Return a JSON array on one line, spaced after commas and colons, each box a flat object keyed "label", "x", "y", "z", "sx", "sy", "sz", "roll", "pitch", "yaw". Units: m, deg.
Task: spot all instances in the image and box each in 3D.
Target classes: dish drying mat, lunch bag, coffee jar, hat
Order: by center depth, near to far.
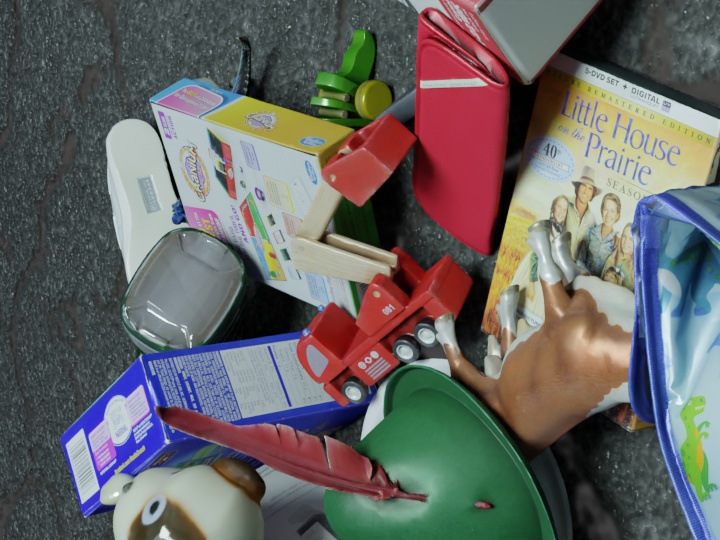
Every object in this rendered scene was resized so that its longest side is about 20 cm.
[{"label": "lunch bag", "x": 0.222, "y": 0.048, "z": 0.598, "sx": 0.127, "sy": 0.169, "sz": 0.202, "roll": -35, "pitch": 69, "yaw": 47}, {"label": "hat", "x": -0.003, "y": 0.165, "z": 0.791, "sx": 0.200, "sy": 0.175, "sz": 0.167, "roll": 46, "pitch": 146, "yaw": 30}, {"label": "dish drying mat", "x": 0.062, "y": -0.081, "z": 0.811, "sx": 0.077, "sy": 0.018, "sz": 0.201, "roll": 41, "pitch": 159, "yaw": 21}, {"label": "coffee jar", "x": -0.145, "y": 0.047, "z": 1.063, "sx": 0.085, "sy": 0.105, "sz": 0.200, "roll": 30, "pitch": 161, "yaw": 5}]

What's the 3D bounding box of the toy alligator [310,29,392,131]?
[{"label": "toy alligator", "x": -0.015, "y": -0.084, "z": 0.972, "sx": 0.059, "sy": 0.054, "sz": 0.203, "roll": 15, "pitch": 107, "yaw": 50}]

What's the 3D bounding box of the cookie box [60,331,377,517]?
[{"label": "cookie box", "x": -0.113, "y": 0.119, "z": 1.010, "sx": 0.171, "sy": 0.198, "sz": 0.076, "roll": -40, "pitch": 64, "yaw": 46}]

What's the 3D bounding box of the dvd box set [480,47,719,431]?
[{"label": "dvd box set", "x": 0.152, "y": -0.022, "z": 0.788, "sx": 0.146, "sy": 0.029, "sz": 0.202, "roll": 35, "pitch": 122, "yaw": 44}]

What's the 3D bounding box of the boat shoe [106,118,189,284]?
[{"label": "boat shoe", "x": -0.209, "y": -0.043, "z": 1.221, "sx": 0.068, "sy": 0.071, "sz": 0.202, "roll": 141, "pitch": 110, "yaw": -70}]

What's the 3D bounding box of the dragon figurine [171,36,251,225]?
[{"label": "dragon figurine", "x": -0.115, "y": -0.114, "z": 1.091, "sx": 0.200, "sy": 0.058, "sz": 0.100, "roll": -43, "pitch": 62, "yaw": 46}]

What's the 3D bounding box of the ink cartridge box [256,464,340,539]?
[{"label": "ink cartridge box", "x": -0.016, "y": 0.255, "z": 0.966, "sx": 0.200, "sy": 0.084, "sz": 0.147, "roll": 40, "pitch": 148, "yaw": 43}]

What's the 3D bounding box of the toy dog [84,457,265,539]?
[{"label": "toy dog", "x": -0.121, "y": 0.221, "z": 0.883, "sx": 0.192, "sy": 0.140, "sz": 0.202, "roll": 27, "pitch": 138, "yaw": 23}]

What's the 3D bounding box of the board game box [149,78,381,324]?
[{"label": "board game box", "x": -0.072, "y": -0.057, "z": 0.981, "sx": 0.199, "sy": 0.040, "sz": 0.154, "roll": 22, "pitch": 137, "yaw": 40}]

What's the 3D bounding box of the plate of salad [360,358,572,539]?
[{"label": "plate of salad", "x": 0.076, "y": 0.159, "z": 0.899, "sx": 0.199, "sy": 0.048, "sz": 0.203, "roll": 16, "pitch": 113, "yaw": 43}]

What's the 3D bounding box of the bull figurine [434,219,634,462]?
[{"label": "bull figurine", "x": 0.123, "y": 0.045, "z": 0.760, "sx": 0.200, "sy": 0.065, "sz": 0.123, "roll": -45, "pitch": 60, "yaw": 44}]

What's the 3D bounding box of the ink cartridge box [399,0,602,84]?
[{"label": "ink cartridge box", "x": 0.071, "y": -0.229, "z": 0.771, "sx": 0.145, "sy": 0.084, "sz": 0.200, "roll": -49, "pitch": 49, "yaw": 1}]

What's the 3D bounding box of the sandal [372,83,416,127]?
[{"label": "sandal", "x": 0.073, "y": -0.125, "z": 0.847, "sx": 0.043, "sy": 0.076, "sz": 0.199, "roll": 52, "pitch": 141, "yaw": -7}]

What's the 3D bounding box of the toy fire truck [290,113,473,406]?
[{"label": "toy fire truck", "x": 0.000, "y": 0.000, "z": 0.881, "sx": 0.141, "sy": 0.049, "sz": 0.200, "roll": 42, "pitch": 131, "yaw": -8}]
